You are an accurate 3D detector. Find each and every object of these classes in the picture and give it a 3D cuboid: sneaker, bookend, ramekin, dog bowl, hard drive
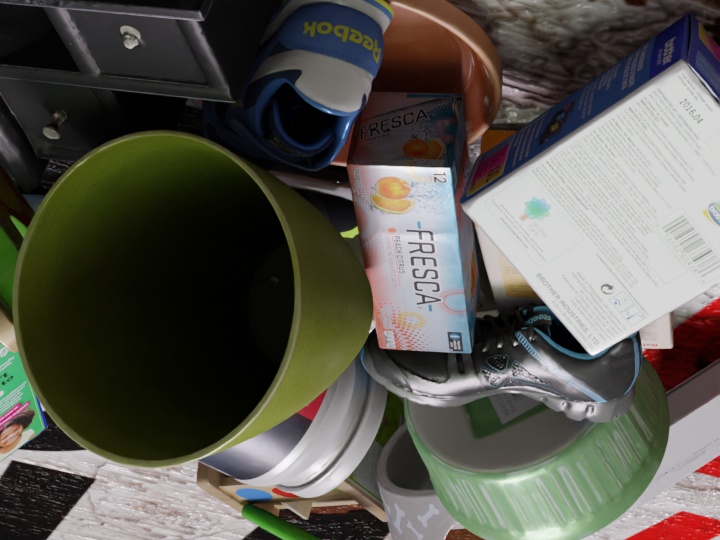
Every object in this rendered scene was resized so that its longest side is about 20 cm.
[{"bbox_3d":[-0.060,-0.038,1.179,0.199,0.083,0.072,15,-175,-24],"label":"sneaker"},{"bbox_3d":[-0.048,-0.095,1.024,0.074,0.083,0.200,15,155,-18],"label":"sneaker"},{"bbox_3d":[-0.134,-0.127,0.986,0.198,0.092,0.200,9,151,20],"label":"bookend"},{"bbox_3d":[0.130,0.104,1.331,0.199,0.201,0.098,-6,143,24],"label":"ramekin"},{"bbox_3d":[0.100,0.051,1.219,0.199,0.073,0.082,4,137,-2],"label":"sneaker"},{"bbox_3d":[0.102,0.158,1.460,0.200,0.200,0.059,-14,114,36],"label":"dog bowl"},{"bbox_3d":[0.282,0.130,1.446,0.132,0.026,0.200,-31,157,-11],"label":"hard drive"}]

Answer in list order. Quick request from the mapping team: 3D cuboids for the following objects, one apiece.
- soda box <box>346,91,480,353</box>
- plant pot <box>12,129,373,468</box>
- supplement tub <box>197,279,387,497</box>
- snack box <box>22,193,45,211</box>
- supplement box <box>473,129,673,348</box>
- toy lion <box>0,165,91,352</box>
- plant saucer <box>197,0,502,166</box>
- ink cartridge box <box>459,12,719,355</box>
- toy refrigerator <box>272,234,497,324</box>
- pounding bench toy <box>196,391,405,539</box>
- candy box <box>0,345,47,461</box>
[{"bbox_3d":[0.038,-0.028,1.122,0.068,0.064,0.200,3,144,10],"label":"soda box"},{"bbox_3d":[-0.076,0.021,1.042,0.187,0.188,0.200,-6,175,24],"label":"plant pot"},{"bbox_3d":[-0.094,0.069,1.227,0.200,0.141,0.140,29,146,-30],"label":"supplement tub"},{"bbox_3d":[-0.206,0.015,1.371,0.168,0.068,0.200,4,152,5],"label":"snack box"},{"bbox_3d":[0.154,-0.019,1.206,0.126,0.074,0.200,1,153,12],"label":"supplement box"},{"bbox_3d":[-0.250,-0.046,1.129,0.200,0.069,0.192,52,180,0],"label":"toy lion"},{"bbox_3d":[-0.010,-0.127,1.076,0.200,0.032,0.200,6,153,3],"label":"plant saucer"},{"bbox_3d":[0.181,-0.056,1.032,0.200,0.076,0.136,-33,109,30],"label":"ink cartridge box"},{"bbox_3d":[0.000,0.000,1.287,0.199,0.070,0.076,-8,150,27],"label":"toy refrigerator"},{"bbox_3d":[-0.061,0.182,1.521,0.156,0.201,0.124,-8,150,27],"label":"pounding bench toy"},{"bbox_3d":[-0.340,0.052,1.379,0.169,0.077,0.200,45,161,17],"label":"candy box"}]
